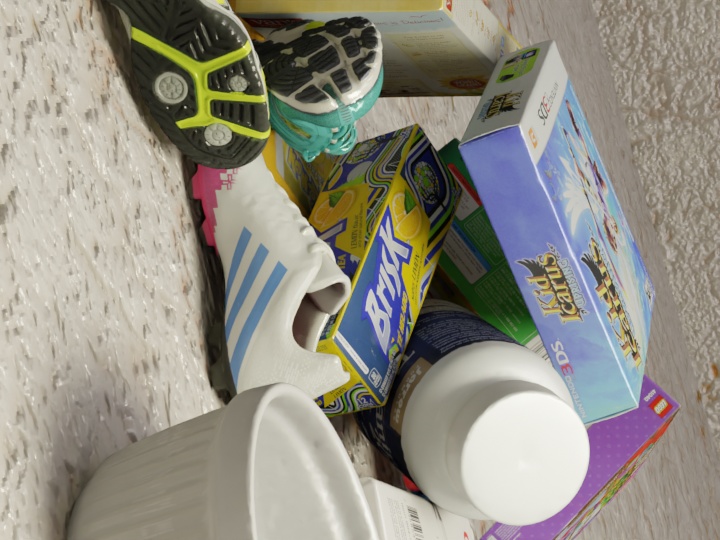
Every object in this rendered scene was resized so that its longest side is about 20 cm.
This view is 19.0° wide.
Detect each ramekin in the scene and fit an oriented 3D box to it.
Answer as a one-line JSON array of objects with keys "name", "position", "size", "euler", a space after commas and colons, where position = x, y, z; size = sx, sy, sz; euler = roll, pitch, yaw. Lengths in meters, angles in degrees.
[{"name": "ramekin", "position": [-0.061, 0.163, 1.038], "size": [0.200, 0.105, 0.201], "euler": [-15, 90, -75]}]

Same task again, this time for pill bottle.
[{"name": "pill bottle", "position": [0.068, 0.091, 1.346], "size": [0.200, 0.111, 0.111], "euler": [-146, -146, -70]}]

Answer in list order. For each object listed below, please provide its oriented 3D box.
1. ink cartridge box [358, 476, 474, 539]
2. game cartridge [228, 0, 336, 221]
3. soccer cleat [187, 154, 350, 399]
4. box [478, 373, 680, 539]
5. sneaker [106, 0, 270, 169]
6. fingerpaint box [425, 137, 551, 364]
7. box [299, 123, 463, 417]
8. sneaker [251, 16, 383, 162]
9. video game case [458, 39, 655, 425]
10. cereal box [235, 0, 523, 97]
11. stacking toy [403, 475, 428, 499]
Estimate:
[{"name": "ink cartridge box", "position": [0.015, 0.214, 1.298], "size": [0.200, 0.084, 0.146], "euler": [35, 43, -67]}, {"name": "game cartridge", "position": [-0.044, -0.064, 1.465], "size": [0.176, 0.032, 0.201], "euler": [55, 24, -52]}, {"name": "soccer cleat", "position": [-0.049, -0.009, 1.286], "size": [0.070, 0.086, 0.201], "euler": [46, 32, -60]}, {"name": "box", "position": [0.135, 0.173, 1.516], "size": [0.039, 0.200, 0.137], "euler": [42, -26, 12]}, {"name": "sneaker", "position": [-0.103, -0.152, 1.244], "size": [0.077, 0.075, 0.201], "euler": [-76, 145, -61]}, {"name": "fingerpaint box", "position": [0.095, 0.012, 1.574], "size": [0.200, 0.073, 0.167], "euler": [51, -9, 2]}, {"name": "box", "position": [0.000, 0.000, 1.374], "size": [0.064, 0.070, 0.200], "euler": [52, 40, -30]}, {"name": "sneaker", "position": [-0.023, -0.108, 1.313], "size": [0.080, 0.077, 0.200], "euler": [65, -8, -14]}, {"name": "video game case", "position": [0.133, -0.029, 1.389], "size": [0.201, 0.045, 0.181], "euler": [65, 20, -16]}, {"name": "cereal box", "position": [0.018, -0.160, 1.449], "size": [0.200, 0.143, 0.040], "euler": [34, 60, -68]}, {"name": "stacking toy", "position": [0.052, 0.066, 1.509], "size": [0.110, 0.116, 0.201], "euler": [-24, -91, 63]}]
